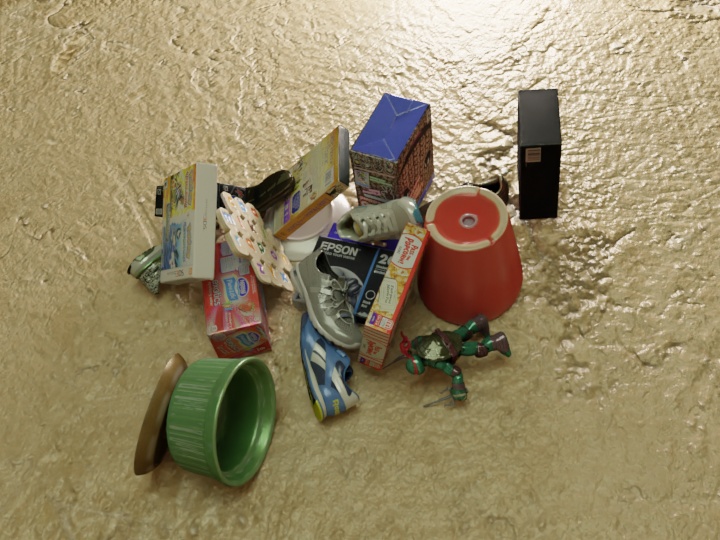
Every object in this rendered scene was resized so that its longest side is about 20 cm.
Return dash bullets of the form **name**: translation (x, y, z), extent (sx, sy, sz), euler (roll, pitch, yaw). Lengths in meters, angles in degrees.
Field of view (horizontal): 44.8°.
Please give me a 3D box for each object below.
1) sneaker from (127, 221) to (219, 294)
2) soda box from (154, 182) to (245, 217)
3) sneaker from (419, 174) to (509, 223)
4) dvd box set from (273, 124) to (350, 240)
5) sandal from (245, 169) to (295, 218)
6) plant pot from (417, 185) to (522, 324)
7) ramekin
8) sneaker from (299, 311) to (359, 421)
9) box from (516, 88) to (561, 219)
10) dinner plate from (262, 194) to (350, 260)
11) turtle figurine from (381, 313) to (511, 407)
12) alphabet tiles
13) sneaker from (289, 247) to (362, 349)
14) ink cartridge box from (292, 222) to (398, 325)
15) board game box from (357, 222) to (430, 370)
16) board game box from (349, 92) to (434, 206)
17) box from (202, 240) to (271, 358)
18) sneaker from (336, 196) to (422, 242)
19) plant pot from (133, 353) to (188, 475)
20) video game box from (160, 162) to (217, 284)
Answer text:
- **sneaker**: translation (-0.347, -0.022, 1.688), extent (0.199, 0.077, 0.089), euler (-36, 88, -20)
- **soda box**: translation (-0.312, -0.132, 1.691), extent (0.198, 0.070, 0.064), euler (3, 89, 41)
- **sneaker**: translation (0.186, -0.135, 1.661), extent (0.197, 0.076, 0.071), euler (-19, 53, -5)
- **dvd box set**: translation (-0.093, -0.166, 1.655), extent (0.199, 0.029, 0.148), euler (-36, 41, 36)
- **sandal**: translation (-0.200, -0.135, 1.717), extent (0.198, 0.054, 0.083), euler (-25, 52, 26)
- **plant pot**: translation (0.189, -0.036, 1.524), extent (0.197, 0.178, 0.203), euler (-4, 54, 6)
- **ramekin**: translation (-0.221, 0.234, 1.387), extent (0.096, 0.201, 0.202), euler (5, 54, 21)
- **sneaker**: translation (-0.058, 0.159, 1.492), extent (0.081, 0.074, 0.202), euler (-12, 57, -7)
- **box**: translation (0.328, -0.213, 1.615), extent (0.078, 0.201, 0.143), euler (-3, 54, 7)
- **dinner plate**: translation (-0.117, -0.106, 1.724), extent (0.197, 0.024, 0.202), euler (-5, 53, 7)
- **turtle figurine**: translation (0.142, 0.144, 1.454), extent (0.198, 0.101, 0.150), euler (-23, 53, -15)
- **alphabet tiles**: translation (-0.190, -0.049, 1.587), extent (0.015, 0.200, 0.197), euler (-33, 67, 16)
- **sneaker**: translation (-0.051, 0.047, 1.503), extent (0.082, 0.074, 0.201), euler (-47, 63, 25)
- **ink cartridge box**: translation (0.000, 0.000, 1.604), extent (0.196, 0.044, 0.202), euler (12, 61, 18)
- **board game box**: translation (0.054, 0.045, 1.451), extent (0.046, 0.152, 0.202), euler (20, 63, 6)
- **board game box**: translation (0.064, -0.201, 1.651), extent (0.096, 0.201, 0.160), euler (18, 59, 19)
- **box**: translation (-0.226, 0.050, 1.582), extent (0.101, 0.095, 0.202), euler (-13, 53, -1)
- **sneaker**: translation (0.036, -0.083, 1.564), extent (0.080, 0.078, 0.199), euler (-23, 10, -33)
- **plant pot**: translation (-0.314, 0.234, 1.404), extent (0.027, 0.201, 0.202), euler (18, 57, 0)
- **video game box**: translation (-0.311, -0.079, 1.574), extent (0.046, 0.181, 0.203), euler (4, 84, -33)
